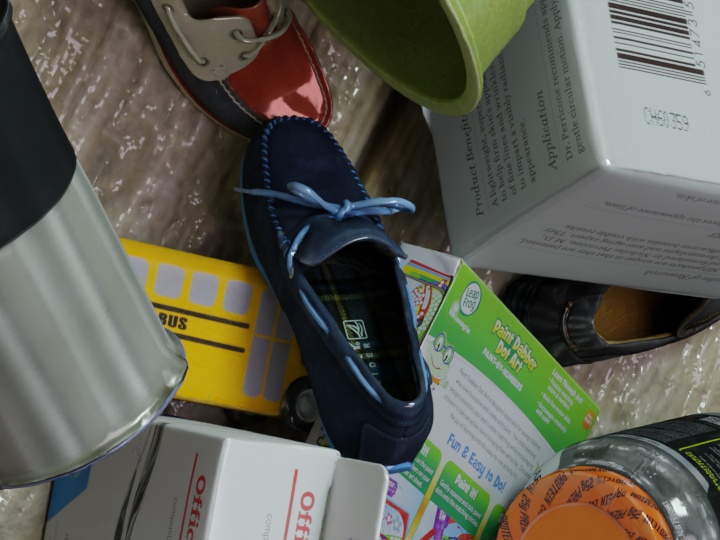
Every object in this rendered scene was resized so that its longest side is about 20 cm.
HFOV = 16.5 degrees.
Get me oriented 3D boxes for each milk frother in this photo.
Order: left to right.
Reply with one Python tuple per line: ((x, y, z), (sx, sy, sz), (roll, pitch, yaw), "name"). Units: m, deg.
((-0.173, -0.038, 1.105), (0.200, 0.180, 0.188), (-57, 133, -44), "milk frother")

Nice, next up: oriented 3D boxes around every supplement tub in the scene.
((0.160, 0.145, 1.348), (0.200, 0.122, 0.123), (-4, 96, -59), "supplement tub")

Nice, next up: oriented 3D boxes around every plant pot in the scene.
((0.054, -0.210, 1.169), (0.190, 0.200, 0.200), (-42, 115, -12), "plant pot")

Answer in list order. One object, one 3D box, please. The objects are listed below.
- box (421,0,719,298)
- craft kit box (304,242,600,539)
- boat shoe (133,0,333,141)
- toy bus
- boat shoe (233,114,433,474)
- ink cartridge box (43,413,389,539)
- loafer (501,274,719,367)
((0.146, -0.105, 1.318), (0.200, 0.131, 0.199), (7, 65, -35), "box")
((0.037, 0.116, 1.305), (0.198, 0.048, 0.200), (-62, 144, -13), "craft kit box")
((-0.072, -0.138, 1.245), (0.071, 0.063, 0.200), (-50, 119, -24), "boat shoe")
((-0.094, 0.030, 1.239), (0.200, 0.065, 0.078), (13, 84, -34), "toy bus")
((0.000, 0.000, 1.211), (0.084, 0.069, 0.200), (-12, 61, -25), "boat shoe")
((-0.076, 0.131, 1.175), (0.067, 0.200, 0.116), (12, 86, -34), "ink cartridge box")
((0.177, 0.013, 1.419), (0.200, 0.072, 0.073), (-22, 104, -32), "loafer")
